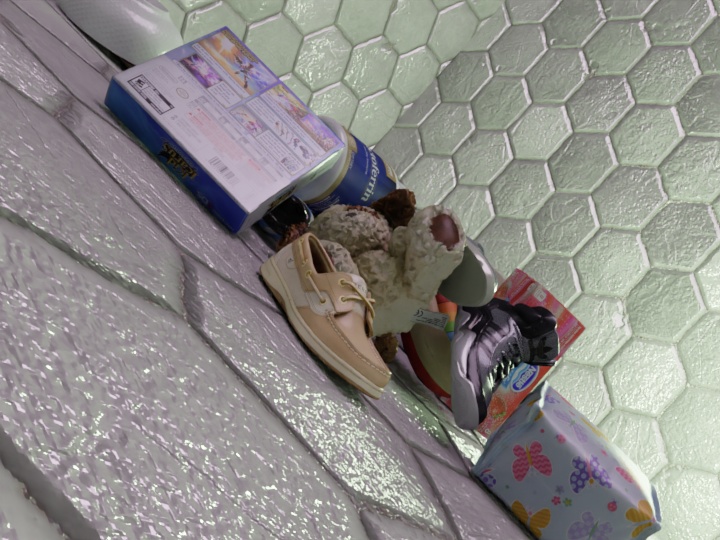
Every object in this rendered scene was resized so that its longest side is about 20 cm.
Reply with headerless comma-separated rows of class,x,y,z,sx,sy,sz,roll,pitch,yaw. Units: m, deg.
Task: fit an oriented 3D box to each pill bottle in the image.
pill bottle,-0.017,-0.115,1.175,0.116,0.116,0.199,47,10,37

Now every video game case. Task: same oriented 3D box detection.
video game case,-0.140,-0.156,0.934,0.200,0.046,0.181,45,46,4

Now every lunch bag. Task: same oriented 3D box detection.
lunch bag,0.218,0.217,0.920,0.169,0.127,0.200,44,15,9

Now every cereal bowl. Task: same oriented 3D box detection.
cereal bowl,-0.355,-0.389,1.338,0.199,0.084,0.200,35,13,-9

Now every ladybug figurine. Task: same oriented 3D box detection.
ladybug figurine,0.097,0.072,1.081,0.135,0.071,0.203,19,52,-43

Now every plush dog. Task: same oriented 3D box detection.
plush dog,0.003,-0.009,0.958,0.173,0.197,0.162,-119,-162,-45

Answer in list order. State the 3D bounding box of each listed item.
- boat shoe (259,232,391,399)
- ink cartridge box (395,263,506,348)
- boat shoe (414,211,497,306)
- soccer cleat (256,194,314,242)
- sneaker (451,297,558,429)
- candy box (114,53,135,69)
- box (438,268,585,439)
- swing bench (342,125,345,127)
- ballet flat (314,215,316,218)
boat shoe,-0.024,0.030,0.764,0.074,0.069,0.200,39,6,-45
ink cartridge box,0.129,0.056,1.265,0.200,0.176,0.045,44,4,5
boat shoe,0.105,-0.021,0.995,0.070,0.071,0.201,-2,25,-30
soccer cleat,-0.129,-0.093,1.086,0.200,0.070,0.087,47,-13,23
sneaker,0.156,0.091,0.933,0.201,0.112,0.077,-73,161,-56
candy box,-0.313,-0.285,1.358,0.200,0.026,0.102,47,9,34
box,0.192,0.110,1.176,0.094,0.201,0.103,40,4,-15
swing bench,-0.092,-0.160,1.471,0.197,0.132,0.199,12,-9,25
ballet flat,-0.049,-0.116,1.282,0.068,0.203,0.068,32,-34,-29
